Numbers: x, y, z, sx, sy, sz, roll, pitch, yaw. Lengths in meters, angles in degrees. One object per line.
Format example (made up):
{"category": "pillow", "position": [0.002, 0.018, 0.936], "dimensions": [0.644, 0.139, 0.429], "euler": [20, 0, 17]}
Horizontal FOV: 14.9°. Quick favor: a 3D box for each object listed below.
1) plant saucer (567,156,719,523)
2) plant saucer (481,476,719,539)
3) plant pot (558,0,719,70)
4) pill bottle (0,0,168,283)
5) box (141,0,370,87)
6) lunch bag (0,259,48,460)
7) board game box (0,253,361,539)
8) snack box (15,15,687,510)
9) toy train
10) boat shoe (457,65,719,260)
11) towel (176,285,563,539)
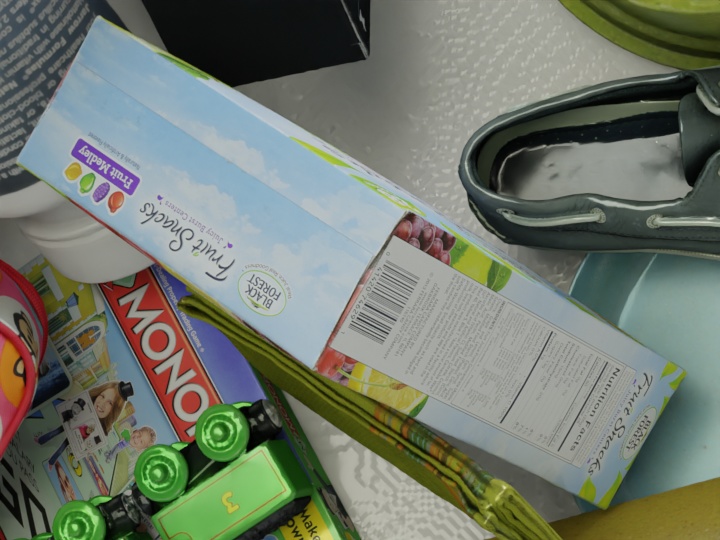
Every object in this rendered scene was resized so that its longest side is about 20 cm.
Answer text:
{"category": "plant saucer", "position": [0.170, 0.042, 1.031], "dimensions": [0.199, 0.027, 0.202], "euler": [-4, 78, 21]}
{"category": "plant saucer", "position": [0.114, 0.183, 0.994], "dimensions": [0.199, 0.048, 0.202], "euler": [-17, 82, 22]}
{"category": "plant pot", "position": [0.128, -0.160, 0.969], "dimensions": [0.199, 0.184, 0.202], "euler": [2, 100, 12]}
{"category": "pill bottle", "position": [-0.138, -0.091, 1.057], "dimensions": [0.119, 0.200, 0.120], "euler": [-22, 39, 19]}
{"category": "box", "position": [-0.050, -0.190, 1.032], "dimensions": [0.078, 0.141, 0.201], "euler": [-13, 49, 15]}
{"category": "lunch bag", "position": [-0.226, 0.026, 1.068], "dimensions": [0.199, 0.082, 0.177], "euler": [29, 109, -12]}
{"category": "board game box", "position": [-0.090, 0.082, 1.121], "dimensions": [0.134, 0.029, 0.201], "euler": [-34, 70, 13]}
{"category": "snack box", "position": [0.000, 0.000, 0.990], "dimensions": [0.168, 0.200, 0.068], "euler": [34, 95, 39]}
{"category": "toy train", "position": [-0.106, 0.120, 1.084], "dimensions": [0.199, 0.042, 0.057], "euler": [-35, 81, 13]}
{"category": "boat shoe", "position": [0.131, -0.040, 1.013], "dimensions": [0.198, 0.062, 0.073], "euler": [-4, 79, 20]}
{"category": "towel", "position": [0.009, 0.065, 1.017], "dimensions": [0.018, 0.086, 0.200], "euler": [-49, 43, -8]}
